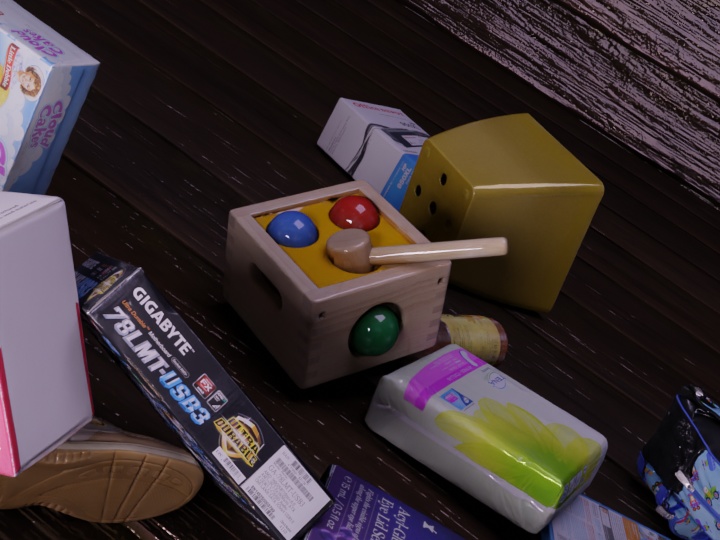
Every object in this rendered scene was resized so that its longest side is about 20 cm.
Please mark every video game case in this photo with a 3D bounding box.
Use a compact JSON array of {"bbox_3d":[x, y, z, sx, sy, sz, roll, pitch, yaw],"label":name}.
[{"bbox_3d":[0.258,0.279,1.119,0.198,0.018,0.143,27,22,-7],"label":"video game case"}]

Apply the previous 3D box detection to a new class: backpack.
[{"bbox_3d":[0.403,0.238,1.231,0.181,0.135,0.201,20,23,-24],"label":"backpack"}]

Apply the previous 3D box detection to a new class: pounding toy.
[{"bbox_3d":[0.000,0.000,1.117,0.182,0.144,0.200,-15,41,-31],"label":"pounding toy"}]

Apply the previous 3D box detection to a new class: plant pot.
[{"bbox_3d":[0.165,-0.080,1.558,0.175,0.202,0.200,1,34,-32],"label":"plant pot"}]

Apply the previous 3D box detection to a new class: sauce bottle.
[{"bbox_3d":[0.077,0.077,1.260,0.199,0.066,0.066,7,31,-48],"label":"sauce bottle"}]

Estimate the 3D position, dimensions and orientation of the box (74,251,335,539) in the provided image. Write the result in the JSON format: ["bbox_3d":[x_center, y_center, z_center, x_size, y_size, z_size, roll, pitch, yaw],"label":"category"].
[{"bbox_3d":[-0.121,0.080,0.809,0.199,0.050,0.200,54,-15,-14],"label":"box"}]

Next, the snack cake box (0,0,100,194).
[{"bbox_3d":[-0.315,-0.117,1.001,0.114,0.201,0.067,35,23,14],"label":"snack cake box"}]

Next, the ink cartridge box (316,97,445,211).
[{"bbox_3d":[0.055,-0.155,1.702,0.144,0.085,0.200,3,34,-49],"label":"ink cartridge box"}]

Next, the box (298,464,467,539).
[{"bbox_3d":[0.031,0.247,0.787,0.198,0.105,0.148,29,21,-2],"label":"box"}]

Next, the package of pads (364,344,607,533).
[{"bbox_3d":[0.124,0.155,1.131,0.199,0.069,0.154,32,22,22],"label":"package of pads"}]

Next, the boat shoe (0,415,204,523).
[{"bbox_3d":[-0.201,0.121,0.805,0.198,0.074,0.069,13,33,-34],"label":"boat shoe"}]

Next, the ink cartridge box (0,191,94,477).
[{"bbox_3d":[-0.272,0.028,0.716,0.198,0.147,0.084,6,22,23],"label":"ink cartridge box"}]
